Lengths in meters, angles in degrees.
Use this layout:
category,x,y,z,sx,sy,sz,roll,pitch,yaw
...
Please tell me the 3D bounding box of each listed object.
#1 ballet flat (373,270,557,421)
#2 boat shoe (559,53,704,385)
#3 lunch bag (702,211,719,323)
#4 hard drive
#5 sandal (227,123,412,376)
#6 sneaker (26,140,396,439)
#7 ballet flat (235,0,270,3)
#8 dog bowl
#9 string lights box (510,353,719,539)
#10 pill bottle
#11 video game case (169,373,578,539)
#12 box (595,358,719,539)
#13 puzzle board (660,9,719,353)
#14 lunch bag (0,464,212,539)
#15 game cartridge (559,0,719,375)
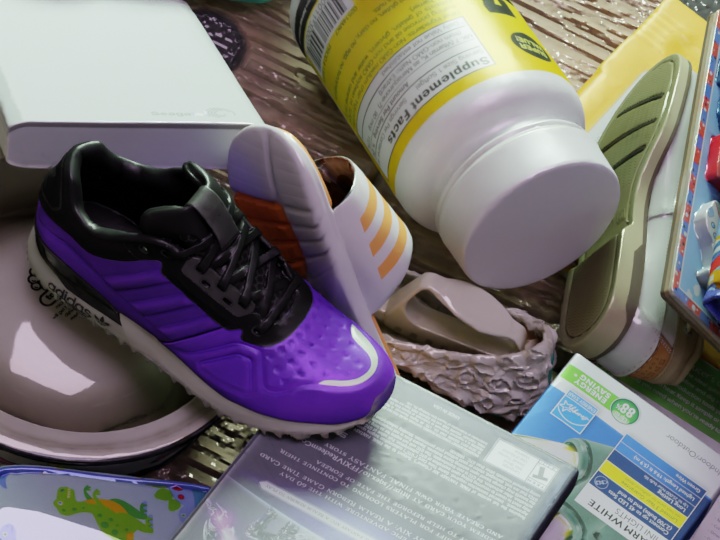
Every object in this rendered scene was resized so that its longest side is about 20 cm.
category,x,y,z,sx,sy,sz,roll,pitch,yaw
ballet flat,0.016,0.014,1.341,0.200,0.072,0.072,21,56,-2
boat shoe,0.163,-0.025,1.376,0.068,0.075,0.200,30,57,-19
lunch bag,0.270,0.015,1.337,0.094,0.200,0.151,-12,43,29
hard drive,-0.135,-0.103,1.326,0.132,0.026,0.200,0,24,-17
sandal,-0.005,-0.002,1.274,0.059,0.207,0.079,-39,39,-21
sneaker,-0.071,0.003,1.202,0.200,0.100,0.070,28,50,9
ballet flat,-0.131,-0.194,1.423,0.199,0.067,0.068,-2,53,-18
dog bowl,-0.150,0.024,1.280,0.200,0.074,0.201,7,58,-12
string lights box,0.088,0.147,1.242,0.103,0.059,0.200,35,56,10
pill bottle,0.052,-0.092,1.367,0.114,0.114,0.200,-15,53,-24
video game case,-0.005,0.130,1.181,0.143,0.019,0.200,27,51,16
box,0.156,0.134,1.328,0.144,0.036,0.200,33,57,5
puzzle board,0.226,-0.025,1.373,0.151,0.017,0.200,41,47,-31
lunch bag,-0.128,0.193,1.177,0.160,0.083,0.200,6,58,-14
game cartridge,0.192,-0.049,1.453,0.176,0.032,0.200,38,58,8
